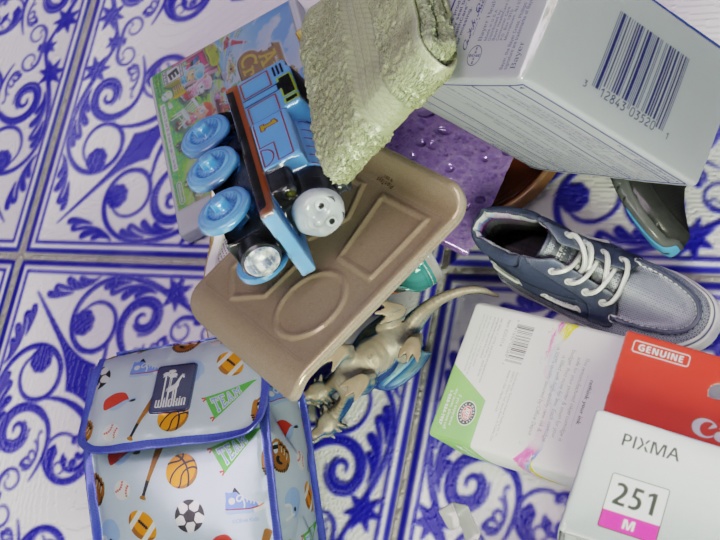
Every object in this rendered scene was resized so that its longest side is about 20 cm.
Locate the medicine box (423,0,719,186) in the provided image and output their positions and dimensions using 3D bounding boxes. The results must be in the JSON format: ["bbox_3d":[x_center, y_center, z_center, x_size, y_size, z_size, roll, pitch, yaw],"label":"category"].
[{"bbox_3d":[0.139,-0.150,1.002,0.200,0.182,0.103,15,82,58],"label":"medicine box"}]

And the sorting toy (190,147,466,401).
[{"bbox_3d":[-0.027,-0.007,1.045,0.200,0.036,0.185,-49,37,-6],"label":"sorting toy"}]

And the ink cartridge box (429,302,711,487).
[{"bbox_3d":[0.168,0.106,1.036,0.199,0.067,0.118,14,76,33],"label":"ink cartridge box"}]

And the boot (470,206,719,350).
[{"bbox_3d":[0.180,0.007,1.058,0.199,0.090,0.073,18,79,34],"label":"boot"}]

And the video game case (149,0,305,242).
[{"bbox_3d":[-0.117,-0.150,1.332,0.182,0.022,0.201,-25,59,18],"label":"video game case"}]

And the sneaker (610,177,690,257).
[{"bbox_3d":[0.239,-0.108,1.084,0.082,0.073,0.201,-21,61,22],"label":"sneaker"}]

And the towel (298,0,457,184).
[{"bbox_3d":[0.007,-0.170,1.004,0.148,0.036,0.201,-45,36,32],"label":"towel"}]

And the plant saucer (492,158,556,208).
[{"bbox_3d":[0.097,-0.127,1.197,0.200,0.032,0.201,-11,65,24],"label":"plant saucer"}]

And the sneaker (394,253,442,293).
[{"bbox_3d":[0.000,0.000,1.121,0.080,0.072,0.200,-36,14,-16],"label":"sneaker"}]

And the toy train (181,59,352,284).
[{"bbox_3d":[-0.071,-0.076,1.053,0.114,0.087,0.200,-30,39,8],"label":"toy train"}]

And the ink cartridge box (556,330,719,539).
[{"bbox_3d":[0.252,0.133,0.908,0.199,0.044,0.174,16,65,14],"label":"ink cartridge box"}]

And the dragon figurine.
[{"bbox_3d":[0.021,0.067,1.129,0.200,0.099,0.059,-39,80,-1],"label":"dragon figurine"}]

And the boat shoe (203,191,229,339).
[{"bbox_3d":[-0.089,-0.004,1.140,0.069,0.071,0.201,-4,80,18],"label":"boat shoe"}]

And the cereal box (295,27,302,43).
[{"bbox_3d":[0.026,-0.245,1.204,0.144,0.200,0.040,-29,101,15],"label":"cereal box"}]

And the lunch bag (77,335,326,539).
[{"bbox_3d":[-0.128,0.155,1.072,0.169,0.124,0.201,-9,80,16],"label":"lunch bag"}]

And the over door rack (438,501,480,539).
[{"bbox_3d":[0.066,0.290,1.006,0.147,0.067,0.200,-33,78,13],"label":"over door rack"}]

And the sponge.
[{"bbox_3d":[0.082,-0.125,1.134,0.111,0.030,0.201,25,82,-1],"label":"sponge"}]
